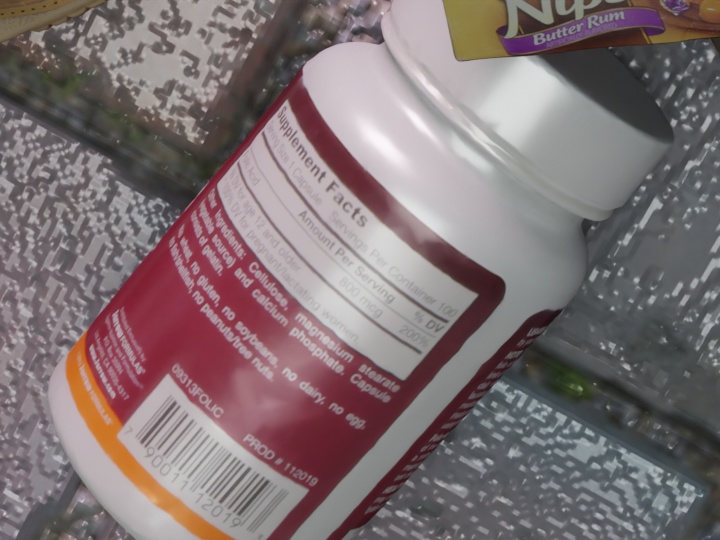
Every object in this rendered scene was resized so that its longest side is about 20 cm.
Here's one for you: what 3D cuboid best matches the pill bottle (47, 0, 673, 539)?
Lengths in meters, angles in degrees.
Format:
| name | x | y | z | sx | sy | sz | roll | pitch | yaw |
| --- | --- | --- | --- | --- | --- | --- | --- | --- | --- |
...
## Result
| name | x | y | z | sx | sy | sz | roll | pitch | yaw |
| --- | --- | --- | --- | --- | --- | --- | --- | --- | --- |
| pill bottle | 0.000 | 0.000 | 0.816 | 0.114 | 0.114 | 0.200 | 40 | 107 | -3 |

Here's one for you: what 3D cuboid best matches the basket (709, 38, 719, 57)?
| name | x | y | z | sx | sy | sz | roll | pitch | yaw |
| --- | --- | --- | --- | --- | --- | --- | --- | --- | --- |
| basket | 0.209 | -0.106 | 0.748 | 0.200 | 0.136 | 0.180 | -39 | 120 | 22 |

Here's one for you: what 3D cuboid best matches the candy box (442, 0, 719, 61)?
| name | x | y | z | sx | sy | sz | roll | pitch | yaw |
| --- | --- | --- | --- | --- | --- | --- | --- | --- | --- |
| candy box | 0.080 | -0.157 | 0.726 | 0.116 | 0.201 | 0.057 | -4 | 144 | 10 |

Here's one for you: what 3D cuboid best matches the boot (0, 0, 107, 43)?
| name | x | y | z | sx | sy | sz | roll | pitch | yaw |
| --- | --- | --- | --- | --- | --- | --- | --- | --- | --- |
| boot | -0.132 | -0.157 | 0.816 | 0.199 | 0.072 | 0.167 | -23 | 102 | 18 |
